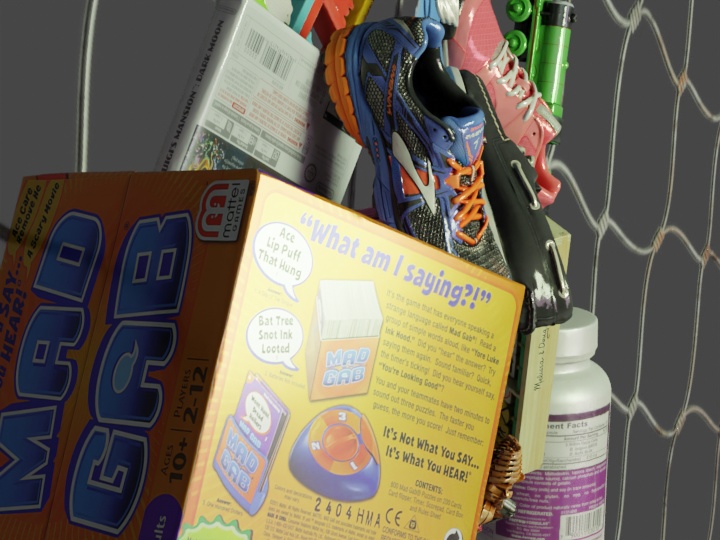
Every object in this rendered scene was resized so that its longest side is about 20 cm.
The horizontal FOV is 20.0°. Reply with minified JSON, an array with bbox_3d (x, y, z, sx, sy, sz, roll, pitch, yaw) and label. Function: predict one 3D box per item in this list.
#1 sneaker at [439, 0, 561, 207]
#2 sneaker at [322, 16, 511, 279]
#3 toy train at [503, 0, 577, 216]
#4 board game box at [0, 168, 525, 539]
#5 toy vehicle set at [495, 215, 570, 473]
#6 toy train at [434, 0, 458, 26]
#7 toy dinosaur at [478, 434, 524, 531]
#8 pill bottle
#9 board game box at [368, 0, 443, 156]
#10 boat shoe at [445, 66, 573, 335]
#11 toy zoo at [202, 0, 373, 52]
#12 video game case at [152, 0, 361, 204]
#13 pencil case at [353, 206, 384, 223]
[{"bbox_3d":[0.113,-0.132,1.574,0.074,0.086,0.201,-56,143,-44],"label":"sneaker"},{"bbox_3d":[0.047,-0.067,1.270,0.075,0.078,0.201,-35,101,-55],"label":"sneaker"},{"bbox_3d":[0.138,-0.130,1.662,0.042,0.056,0.202,8,90,-64],"label":"toy train"},{"bbox_3d":[-0.067,0.074,1.066,0.199,0.199,0.202,22,76,-41],"label":"board game box"},{"bbox_3d":[0.098,0.036,1.516,0.026,0.124,0.202,-15,124,-29],"label":"toy vehicle set"},{"bbox_3d":[0.073,-0.271,1.437,0.201,0.055,0.151,-82,153,-48],"label":"toy train"},{"bbox_3d":[0.063,0.142,1.478,0.200,0.135,0.103,-50,-160,43],"label":"toy dinosaur"},{"bbox_3d":[0.151,0.135,1.697,0.112,0.111,0.202,-23,117,-61],"label":"pill bottle"},{"bbox_3d":[0.030,-0.118,1.446,0.201,0.039,0.159,81,15,-55],"label":"board game box"},{"bbox_3d":[0.097,-0.051,1.410,0.074,0.060,0.202,110,-30,-60],"label":"boat shoe"},{"bbox_3d":[-0.034,-0.184,1.330,0.201,0.020,0.132,-67,150,-27],"label":"toy zoo"},{"bbox_3d":[-0.066,-0.055,1.267,0.200,0.023,0.183,29,81,-63],"label":"video game case"},{"bbox_3d":[0.000,0.000,1.306,0.199,0.090,0.094,-14,129,-57],"label":"pencil case"}]
